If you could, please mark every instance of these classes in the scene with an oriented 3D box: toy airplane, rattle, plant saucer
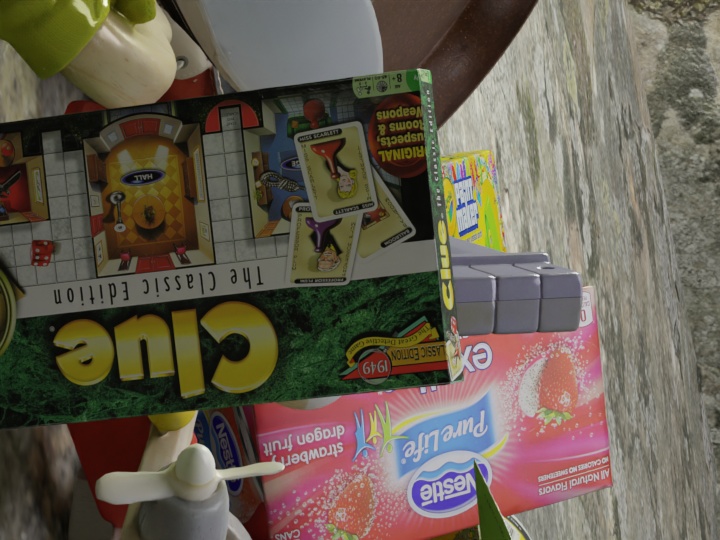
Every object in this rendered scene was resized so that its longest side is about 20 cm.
[{"bbox_3d":[-0.066,0.048,0.981,0.199,0.140,0.202,36,49,-74],"label":"toy airplane"},{"bbox_3d":[-0.082,-0.139,0.951,0.143,0.130,0.200,-58,167,7],"label":"rattle"},{"bbox_3d":[0.020,-0.111,1.180,0.034,0.200,0.200,43,3,16],"label":"plant saucer"}]

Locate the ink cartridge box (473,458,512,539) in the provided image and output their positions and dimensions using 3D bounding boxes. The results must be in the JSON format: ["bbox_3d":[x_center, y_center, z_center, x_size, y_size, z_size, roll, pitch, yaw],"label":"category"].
[{"bbox_3d":[0.041,0.201,1.049,0.148,0.075,0.201,-113,-167,-47],"label":"ink cartridge box"}]

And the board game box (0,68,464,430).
[{"bbox_3d":[-0.069,-0.004,0.858,0.023,0.198,0.106,-16,99,-77],"label":"board game box"}]

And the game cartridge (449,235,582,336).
[{"bbox_3d":[0.000,0.000,1.148,0.200,0.129,0.039,-160,-106,-67],"label":"game cartridge"}]

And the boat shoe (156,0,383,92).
[{"bbox_3d":[-0.069,-0.136,1.044,0.199,0.074,0.068,45,-11,-18],"label":"boat shoe"}]

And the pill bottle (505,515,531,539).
[{"bbox_3d":[0.037,0.207,1.424,0.200,0.111,0.113,-60,142,-69],"label":"pill bottle"}]

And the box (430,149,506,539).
[{"bbox_3d":[0.011,0.041,1.372,0.200,0.121,0.194,-26,108,-77],"label":"box"}]

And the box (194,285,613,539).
[{"bbox_3d":[0.011,0.069,1.178,0.199,0.095,0.101,-11,98,-34],"label":"box"}]

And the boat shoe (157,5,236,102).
[{"bbox_3d":[-0.092,-0.117,1.106,0.063,0.071,0.202,-40,121,-68],"label":"boat shoe"}]
